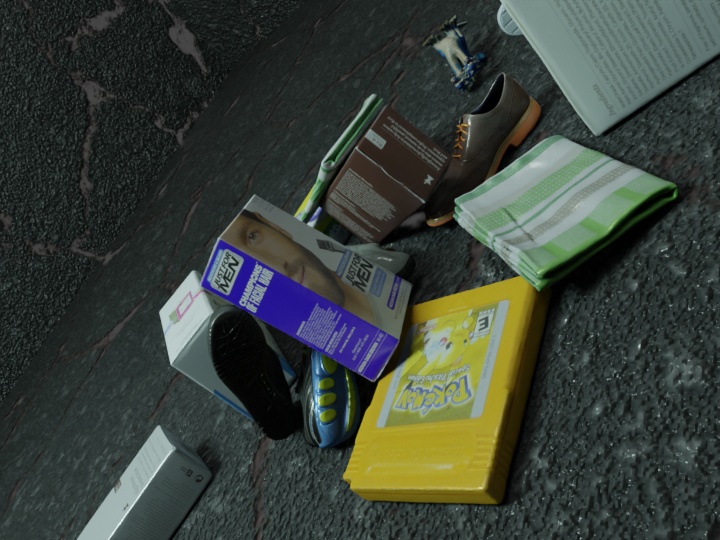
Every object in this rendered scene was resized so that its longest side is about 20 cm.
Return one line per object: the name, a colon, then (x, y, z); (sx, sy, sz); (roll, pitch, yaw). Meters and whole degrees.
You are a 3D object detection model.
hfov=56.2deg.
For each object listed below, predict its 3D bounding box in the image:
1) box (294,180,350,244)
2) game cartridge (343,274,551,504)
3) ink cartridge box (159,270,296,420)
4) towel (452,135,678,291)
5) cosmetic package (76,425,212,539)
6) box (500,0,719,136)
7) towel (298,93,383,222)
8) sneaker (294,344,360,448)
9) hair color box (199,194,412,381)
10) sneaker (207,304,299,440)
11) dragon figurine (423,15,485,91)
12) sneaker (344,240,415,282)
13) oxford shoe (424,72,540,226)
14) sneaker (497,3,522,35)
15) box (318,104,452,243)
box: (-0.052, -0.084, 1.049); (0.116, 0.048, 0.202); (2, 54, 51)
game cartridge: (0.074, 0.105, 0.603); (0.174, 0.032, 0.202); (-20, 36, 47)
ink cartridge box: (-0.184, 0.096, 0.909); (0.085, 0.144, 0.200); (-49, 25, 0)
towel: (0.179, -0.067, 0.639); (0.148, 0.031, 0.200); (-36, 25, 2)
cosmetic package: (-0.283, 0.312, 0.858); (0.202, 0.074, 0.101); (-55, 25, -14)
box: (0.244, -0.296, 0.684); (0.170, 0.200, 0.201); (-32, 30, 26)
towel: (-0.040, -0.137, 0.933); (0.154, 0.023, 0.200); (-59, 5, -30)
sneaker: (-0.043, 0.095, 0.739); (0.083, 0.070, 0.204); (-42, 40, 43)
hair color box: (-0.049, 0.014, 0.686); (0.066, 0.197, 0.110); (-60, 4, 30)
sneaker: (-0.117, 0.107, 0.731); (0.059, 0.203, 0.104); (-27, 29, -8)
dragon figurine: (0.155, -0.336, 1.051); (0.059, 0.100, 0.200); (-37, 9, 25)
sneaker: (0.000, 0.000, 0.840); (0.079, 0.075, 0.199); (-45, 29, -16)
oxford shoe: (0.130, -0.144, 0.808); (0.202, 0.073, 0.071); (-53, 26, -8)
sneaker: (0.278, -0.403, 0.947); (0.198, 0.074, 0.071); (-34, 18, 11)
box: (0.023, -0.108, 0.833); (0.076, 0.099, 0.200); (-55, 6, -18)
